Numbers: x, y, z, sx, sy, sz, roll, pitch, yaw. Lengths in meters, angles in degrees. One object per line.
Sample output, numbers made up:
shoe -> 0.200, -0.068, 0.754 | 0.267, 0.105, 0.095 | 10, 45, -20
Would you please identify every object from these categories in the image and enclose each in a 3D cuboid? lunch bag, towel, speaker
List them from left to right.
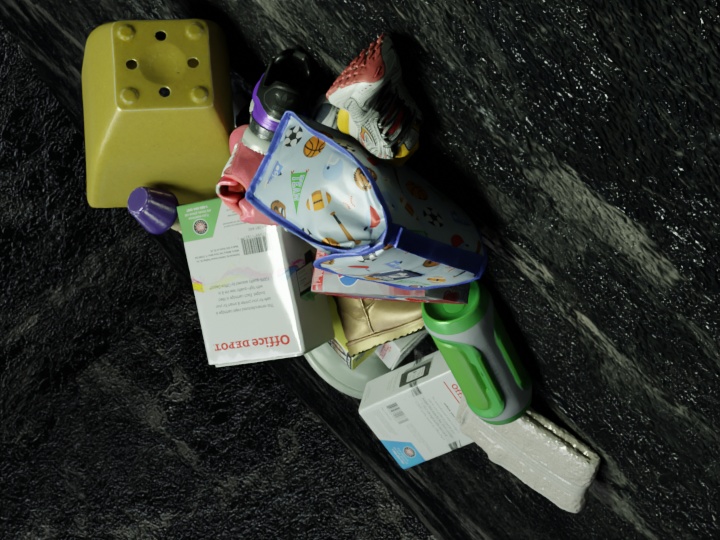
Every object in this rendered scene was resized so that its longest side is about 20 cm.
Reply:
lunch bag -> 0.011, -0.053, 1.325 | 0.169, 0.125, 0.199 | 16, -167, -48
speaker -> 0.136, 0.093, 1.534 | 0.088, 0.088, 0.201 | 38, 164, 45
towel -> 0.205, 0.215, 1.663 | 0.199, 0.034, 0.133 | 34, 151, 19

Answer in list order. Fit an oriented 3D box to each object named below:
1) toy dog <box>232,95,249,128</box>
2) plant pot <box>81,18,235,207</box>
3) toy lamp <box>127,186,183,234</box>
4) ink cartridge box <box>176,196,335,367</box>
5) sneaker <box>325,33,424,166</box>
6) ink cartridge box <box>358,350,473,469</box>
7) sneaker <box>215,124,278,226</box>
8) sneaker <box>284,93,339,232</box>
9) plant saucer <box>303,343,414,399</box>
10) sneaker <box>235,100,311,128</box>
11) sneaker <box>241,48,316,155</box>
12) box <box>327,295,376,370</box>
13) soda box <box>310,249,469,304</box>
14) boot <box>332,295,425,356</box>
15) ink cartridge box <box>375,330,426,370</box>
toy dog -> -0.166, -0.128, 1.775 | 0.133, 0.095, 0.201 | 90, 161, -48
plant pot -> -0.243, -0.206, 1.620 | 0.200, 0.192, 0.198 | 117, 149, -70
toy lamp -> -0.217, -0.053, 1.677 | 0.058, 0.058, 0.200 | 40, -176, 37
ink cartridge box -> -0.126, 0.004, 1.618 | 0.143, 0.084, 0.203 | -9, 95, 30
sneaker -> 0.025, -0.151, 1.216 | 0.082, 0.078, 0.200 | 43, 177, 10
ink cartridge box -> 0.112, 0.175, 1.783 | 0.116, 0.199, 0.067 | 53, -151, -21
sneaker -> -0.124, -0.110, 1.475 | 0.200, 0.086, 0.075 | -128, 35, -54
sneaker -> -0.007, -0.105, 1.491 | 0.128, 0.080, 0.201 | 15, 130, -1
plant saucer -> 0.002, 0.085, 1.884 | 0.200, 0.200, 0.050 | 48, 132, 5
sneaker -> -0.078, -0.148, 1.636 | 0.091, 0.067, 0.200 | 49, 172, -37
sneaker -> -0.079, -0.198, 1.457 | 0.069, 0.100, 0.201 | 17, -157, -8
box -> -0.058, 0.036, 1.751 | 0.200, 0.050, 0.075 | 49, 169, 11
soda box -> 0.033, 0.000, 1.475 | 0.069, 0.064, 0.199 | 10, 175, -39
boot -> 0.020, -0.015, 1.611 | 0.202, 0.174, 0.066 | 70, -161, 3
ink cartridge box -> 0.012, 0.023, 1.784 | 0.200, 0.084, 0.146 | 48, 168, 7
